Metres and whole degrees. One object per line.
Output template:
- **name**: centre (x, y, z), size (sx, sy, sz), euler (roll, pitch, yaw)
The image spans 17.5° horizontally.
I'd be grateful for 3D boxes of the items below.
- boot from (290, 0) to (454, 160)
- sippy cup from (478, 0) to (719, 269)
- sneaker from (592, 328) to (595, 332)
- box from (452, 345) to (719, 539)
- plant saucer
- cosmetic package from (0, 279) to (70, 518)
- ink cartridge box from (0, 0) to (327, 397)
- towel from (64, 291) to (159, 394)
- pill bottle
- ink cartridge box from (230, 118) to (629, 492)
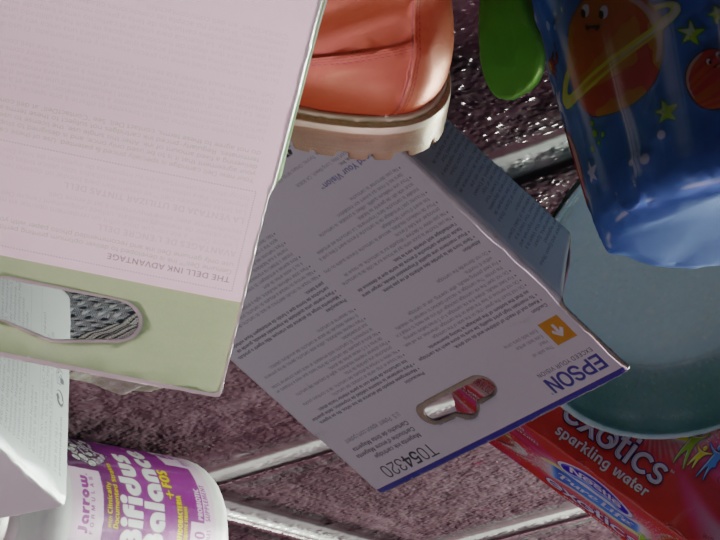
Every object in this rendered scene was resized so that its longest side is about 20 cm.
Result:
- **boot**: centre (-0.059, -0.107, 0.912), size (0.199, 0.075, 0.107), euler (2, 139, -6)
- **sippy cup**: centre (0.135, -0.075, 0.936), size (0.177, 0.131, 0.140), euler (-6, 160, -1)
- **sneaker**: centre (0.050, 0.000, 1.174), size (0.199, 0.072, 0.072), euler (24, 163, -27)
- **box**: centre (0.152, 0.083, 1.250), size (0.200, 0.100, 0.096), euler (36, 167, 18)
- **plant saucer**: centre (0.166, -0.008, 1.146), size (0.199, 0.036, 0.201), euler (-11, 127, -15)
- **cosmetic package**: centre (-0.268, 0.037, 1.103), size (0.198, 0.123, 0.200), euler (-12, 151, 15)
- **ink cartridge box**: centre (-0.100, -0.053, 0.882), size (0.145, 0.048, 0.201), euler (11, 128, -7)
- **towel**: centre (-0.132, 0.026, 1.264), size (0.200, 0.035, 0.192), euler (14, 151, -43)
- **pill bottle**: centre (-0.190, 0.163, 1.495), size (0.112, 0.113, 0.200), euler (-24, 153, 39)
- **ink cartridge box**: centre (0.000, 0.000, 1.079), size (0.200, 0.043, 0.196), euler (42, 140, -14)
